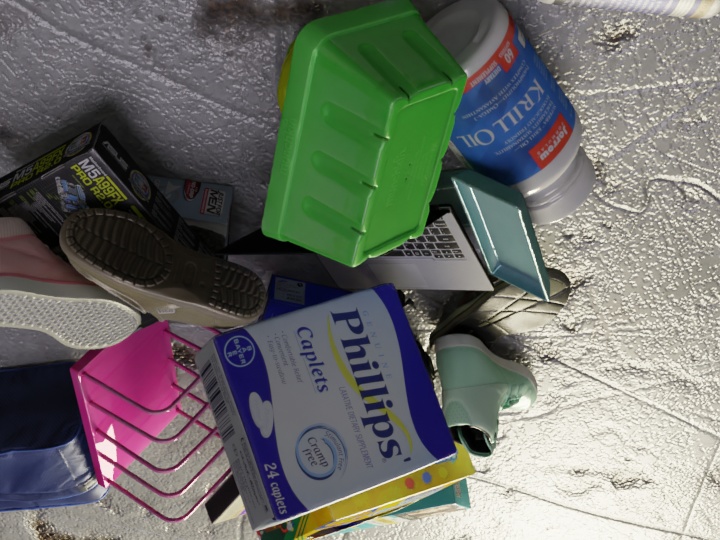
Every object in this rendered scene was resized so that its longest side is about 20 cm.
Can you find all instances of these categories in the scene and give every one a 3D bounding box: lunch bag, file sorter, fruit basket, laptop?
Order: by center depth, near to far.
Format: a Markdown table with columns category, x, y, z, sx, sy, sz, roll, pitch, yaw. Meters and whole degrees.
| category | x | y | z | sx | sy | sz | roll | pitch | yaw |
| --- | --- | --- | --- | --- | --- | --- | --- | --- | --- |
| fruit basket | -0.021 | -0.135 | 0.971 | 0.214 | 0.155 | 0.218 | 23 | 124 | 38 |
| laptop | 0.000 | 0.000 | 1.111 | 0.185 | 0.117 | 0.201 | 1 | 143 | 31 |
| file sorter | -0.215 | 0.157 | 1.287 | 0.124 | 0.139 | 0.202 | 25 | 139 | 23 |
| lunch bag | -0.390 | 0.206 | 1.374 | 0.197 | 0.137 | 0.133 | -6 | 133 | 10 |

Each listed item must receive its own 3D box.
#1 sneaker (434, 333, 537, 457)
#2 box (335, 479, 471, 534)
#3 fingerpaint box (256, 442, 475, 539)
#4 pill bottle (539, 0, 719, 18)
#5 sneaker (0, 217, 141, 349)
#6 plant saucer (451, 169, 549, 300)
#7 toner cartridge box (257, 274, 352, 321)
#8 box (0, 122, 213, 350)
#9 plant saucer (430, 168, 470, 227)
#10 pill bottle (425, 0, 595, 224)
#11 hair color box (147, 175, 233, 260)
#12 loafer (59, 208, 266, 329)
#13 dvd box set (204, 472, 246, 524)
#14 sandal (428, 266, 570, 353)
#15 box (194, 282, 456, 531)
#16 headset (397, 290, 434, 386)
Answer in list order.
| category | x | y | z | sx | sy | sz | roll | pitch | yaw |
| --- | --- | --- | --- | --- | --- | --- | --- | --- | --- |
| sneaker | 0.139 | 0.156 | 1.288 | 0.073 | 0.120 | 0.200 | -13 | 154 | 30 |
| box | 0.034 | 0.294 | 1.476 | 0.197 | 0.050 | 0.082 | -14 | 160 | 16 |
| fingerpaint box | -0.001 | 0.239 | 1.288 | 0.198 | 0.074 | 0.167 | -10 | 162 | -37 |
| pill bottle | 0.191 | -0.265 | 0.914 | 0.197 | 0.117 | 0.117 | 4 | 134 | -2 |
| sneaker | -0.294 | 0.006 | 1.091 | 0.075 | 0.105 | 0.199 | -41 | 148 | 21 |
| plant saucer | 0.136 | -0.031 | 1.077 | 0.069 | 0.019 | 0.200 | 28 | 165 | 27 |
| toner cartridge box | -0.079 | 0.097 | 1.320 | 0.094 | 0.044 | 0.201 | 14 | 132 | -9 |
| box | -0.254 | -0.026 | 1.129 | 0.159 | 0.045 | 0.201 | -25 | 125 | 20 |
| plant saucer | 0.030 | -0.061 | 1.183 | 0.197 | 0.019 | 0.070 | -7 | 133 | 8 |
| pill bottle | 0.131 | -0.136 | 1.042 | 0.111 | 0.113 | 0.200 | -27 | 127 | 25 |
| hair color box | -0.232 | -0.042 | 1.183 | 0.197 | 0.061 | 0.100 | 7 | 132 | -4 |
| loafer | -0.188 | 0.010 | 1.078 | 0.198 | 0.076 | 0.068 | 25 | 143 | -12 |
| dvd box set | -0.072 | 0.237 | 1.378 | 0.198 | 0.030 | 0.147 | -11 | 155 | -34 |
| sandal | 0.141 | 0.037 | 1.250 | 0.079 | 0.058 | 0.200 | 25 | 145 | -27 |
| box | -0.036 | 0.131 | 1.139 | 0.198 | 0.186 | 0.105 | -17 | 169 | -23 |
| headset | 0.027 | 0.102 | 1.313 | 0.122 | 0.095 | 0.201 | -2 | 150 | -11 |
